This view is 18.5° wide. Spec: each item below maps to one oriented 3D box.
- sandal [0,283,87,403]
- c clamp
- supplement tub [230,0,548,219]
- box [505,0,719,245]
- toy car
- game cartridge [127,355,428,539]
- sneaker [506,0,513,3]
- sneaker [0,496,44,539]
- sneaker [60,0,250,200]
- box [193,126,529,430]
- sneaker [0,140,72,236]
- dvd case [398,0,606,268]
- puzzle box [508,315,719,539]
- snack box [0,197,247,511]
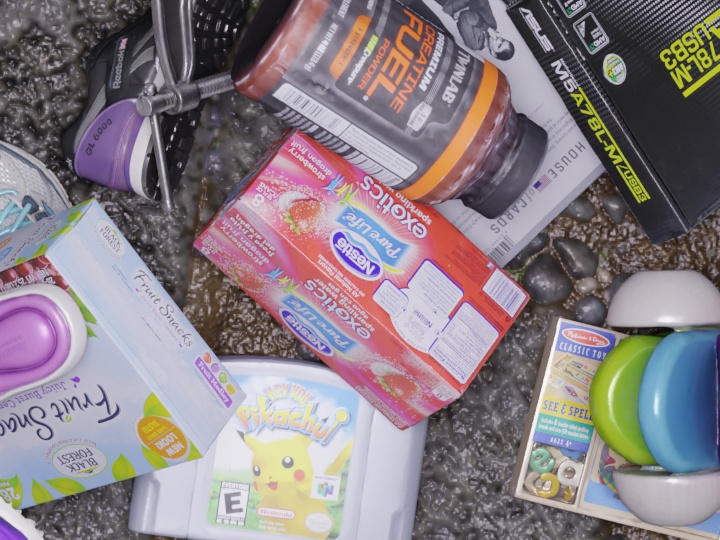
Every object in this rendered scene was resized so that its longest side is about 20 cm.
[{"bbox_3d":[-0.257,0.064,1.350,0.202,0.050,0.083,-31,87,25],"label":"sandal"},{"bbox_3d":[-0.084,-0.153,1.482,0.200,0.027,0.171,-30,119,-44],"label":"c clamp"},{"bbox_3d":[0.023,-0.113,1.436,0.200,0.107,0.107,31,88,-17],"label":"supplement tub"},{"bbox_3d":[0.220,-0.149,1.517,0.200,0.047,0.193,-36,94,-33],"label":"box"},{"bbox_3d":[0.259,0.087,1.494,0.199,0.150,0.176,-1,92,-7],"label":"toy car"},{"bbox_3d":[-0.055,0.128,1.542,0.199,0.040,0.134,7,88,-7],"label":"game cartridge"},{"bbox_3d":[0.078,-0.212,1.520,0.200,0.081,0.074,27,89,-7],"label":"sneaker"},{"bbox_3d":[-0.280,0.178,1.463,0.200,0.069,0.100,58,43,-20],"label":"sneaker"},{"bbox_3d":[-0.144,-0.152,1.502,0.087,0.076,0.201,16,74,21],"label":"sneaker"},{"bbox_3d":[0.000,0.000,1.497,0.200,0.095,0.100,41,58,-7],"label":"box"},{"bbox_3d":[-0.212,-0.013,1.491,0.078,0.086,0.200,-42,97,-5],"label":"sneaker"},{"bbox_3d":[0.070,-0.107,1.513,0.150,0.025,0.200,-43,111,13],"label":"dvd case"},{"bbox_3d":[0.217,0.119,1.578,0.199,0.025,0.134,14,90,-7],"label":"puzzle box"},{"bbox_3d":[-0.199,0.059,1.430,0.169,0.200,0.068,55,45,-19],"label":"snack box"}]
